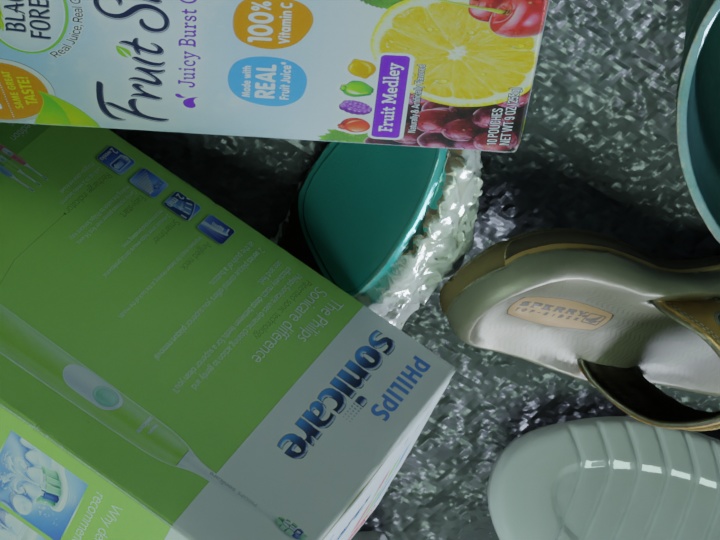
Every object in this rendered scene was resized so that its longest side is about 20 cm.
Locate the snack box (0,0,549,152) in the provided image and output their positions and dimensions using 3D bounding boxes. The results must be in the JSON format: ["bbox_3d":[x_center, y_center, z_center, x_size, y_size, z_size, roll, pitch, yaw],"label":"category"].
[{"bbox_3d":[-0.039,-0.101,0.927,0.200,0.053,0.142,4,148,-2],"label":"snack box"}]

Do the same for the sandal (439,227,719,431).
[{"bbox_3d":[0.121,0.029,1.065,0.200,0.054,0.080,8,140,-31],"label":"sandal"}]

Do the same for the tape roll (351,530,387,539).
[{"bbox_3d":[-0.055,0.208,1.160,0.139,0.203,0.203,-2,133,4],"label":"tape roll"}]

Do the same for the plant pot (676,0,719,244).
[{"bbox_3d":[0.198,-0.093,0.915,0.200,0.134,0.200,1,132,1],"label":"plant pot"}]

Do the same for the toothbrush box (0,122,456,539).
[{"bbox_3d":[-0.091,0.041,0.997,0.200,0.146,0.086,33,130,7],"label":"toothbrush box"}]

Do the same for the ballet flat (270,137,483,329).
[{"bbox_3d":[0.000,0.000,1.069,0.072,0.072,0.200,23,132,-18],"label":"ballet flat"}]

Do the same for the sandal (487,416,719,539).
[{"bbox_3d":[0.149,0.106,1.157,0.202,0.083,0.050,7,176,-7],"label":"sandal"}]
